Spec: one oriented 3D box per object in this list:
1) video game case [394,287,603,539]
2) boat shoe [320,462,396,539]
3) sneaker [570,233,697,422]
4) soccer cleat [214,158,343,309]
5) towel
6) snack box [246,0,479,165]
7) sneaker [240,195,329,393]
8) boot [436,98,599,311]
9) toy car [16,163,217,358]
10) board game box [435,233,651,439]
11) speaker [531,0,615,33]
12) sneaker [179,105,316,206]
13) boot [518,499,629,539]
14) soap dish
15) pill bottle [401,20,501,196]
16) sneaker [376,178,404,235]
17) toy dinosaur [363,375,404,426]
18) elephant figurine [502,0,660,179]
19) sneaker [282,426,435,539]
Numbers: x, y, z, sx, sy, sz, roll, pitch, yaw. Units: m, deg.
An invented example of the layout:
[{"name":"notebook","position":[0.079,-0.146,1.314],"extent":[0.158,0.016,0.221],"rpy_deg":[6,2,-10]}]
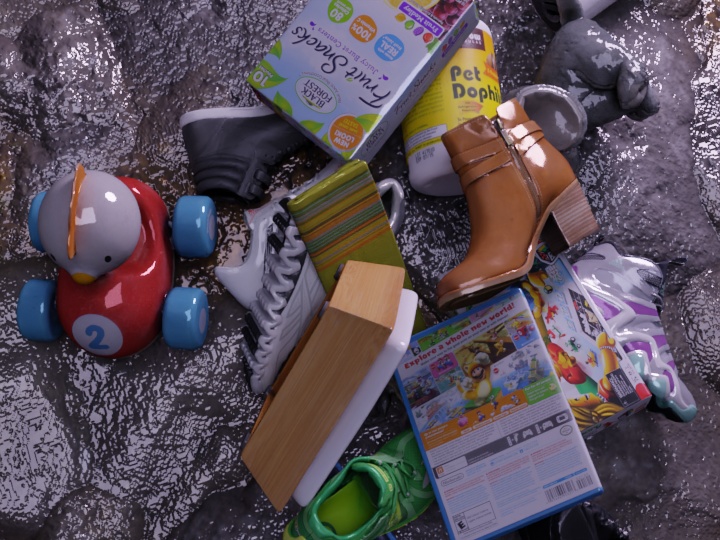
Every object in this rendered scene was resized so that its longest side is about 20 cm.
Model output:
[{"name":"video game case","position":[0.118,0.133,1.027],"extent":[0.141,0.018,0.203],"rpy_deg":[-24,64,11]},{"name":"boat shoe","position":[0.005,0.277,1.088],"extent":[0.068,0.084,0.202],"rpy_deg":[-33,80,-8]},{"name":"sneaker","position":[0.300,0.046,1.164],"extent":[0.140,0.078,0.200],"rpy_deg":[-44,85,-11]},{"name":"soccer cleat","position":[-0.073,-0.053,1.159],"extent":[0.085,0.069,0.202],"rpy_deg":[34,82,-9]},{"name":"towel","position":[0.000,0.000,1.081],"extent":[0.085,0.018,0.202],"rpy_deg":[-30,118,-15]},{"name":"snack box","position":[0.003,-0.217,1.120],"extent":[0.142,0.053,0.201],"rpy_deg":[38,86,19]},{"name":"sneaker","position":[-0.063,0.032,1.099],"extent":[0.080,0.075,0.203],"rpy_deg":[11,109,-22]},{"name":"boot","position":[0.119,-0.065,1.064],"extent":[0.198,0.077,0.157],"rpy_deg":[-30,86,-19]},{"name":"toy car","position":[-0.247,-0.018,1.056],"extent":[0.180,0.200,0.181],"rpy_deg":[3,77,7]},{"name":"board game box","position":[0.172,0.067,1.084],"extent":[0.125,0.035,0.202],"rpy_deg":[-24,66,-10]},{"name":"speaker","position":[0.281,-0.345,1.248],"extent":[0.199,0.081,0.082],"rpy_deg":[-37,83,-11]},{"name":"sneaker","position":[-0.087,-0.119,1.176],"extent":[0.196,0.071,0.101],"rpy_deg":[-6,80,0]},{"name":"boot","position":[0.180,0.217,1.070],"extent":[0.075,0.168,0.203],"rpy_deg":[-21,80,-10]},{"name":"soap dish","position":[-0.029,0.095,1.020],"extent":[0.080,0.158,0.202],"rpy_deg":[30,109,-4]},{"name":"pill bottle","position":[0.092,-0.188,1.182],"extent":[0.107,0.109,0.204],"rpy_deg":[-6,78,-6]},{"name":"sneaker","position":[-0.015,-0.010,1.150],"extent":[0.070,0.080,0.203],"rpy_deg":[27,78,0]},{"name":"toy dinosaur","position":[0.030,0.111,1.146],"extent":[0.087,0.047,0.203],"rpy_deg":[-16,83,-15]},{"name":"elephant figurine","position":[0.202,-0.150,1.180],"extent":[0.199,0.142,0.156],"rpy_deg":[-41,56,3]},{"name":"sneaker","position":[0.019,0.202,1.029],"extent":[0.199,0.084,0.074],"rpy_deg":[-33,75,-36]}]
